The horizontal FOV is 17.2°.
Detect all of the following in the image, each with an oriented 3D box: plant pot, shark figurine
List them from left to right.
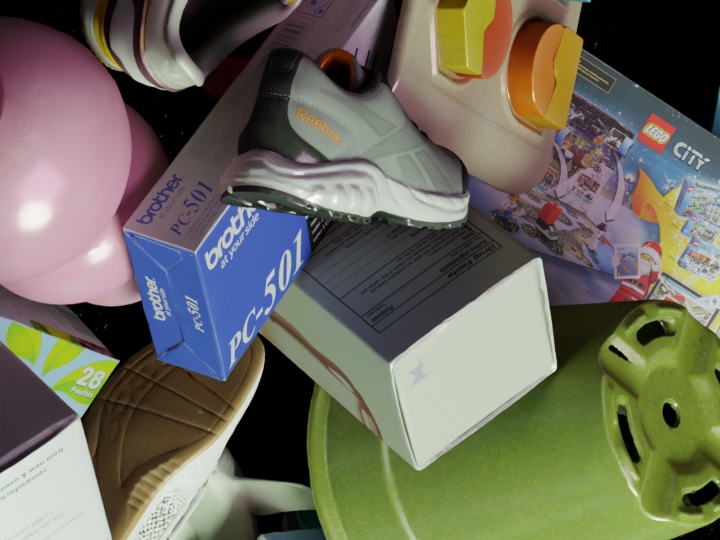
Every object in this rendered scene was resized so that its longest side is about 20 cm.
[{"bbox_3d":[-0.092,0.164,1.401,0.127,0.090,0.216,4,115,-7],"label":"shark figurine"},{"bbox_3d":[0.105,0.093,1.309,0.199,0.190,0.201,15,67,-39],"label":"plant pot"}]

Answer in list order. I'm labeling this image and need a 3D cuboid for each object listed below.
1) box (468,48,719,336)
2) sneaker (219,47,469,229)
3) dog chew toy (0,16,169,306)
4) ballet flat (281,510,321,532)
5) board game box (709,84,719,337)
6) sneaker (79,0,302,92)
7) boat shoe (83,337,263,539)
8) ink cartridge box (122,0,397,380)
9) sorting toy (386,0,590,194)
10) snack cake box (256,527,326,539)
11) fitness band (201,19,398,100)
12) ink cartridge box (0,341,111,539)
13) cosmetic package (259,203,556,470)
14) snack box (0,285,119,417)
[{"bbox_3d":[0.140,-0.039,1.383,0.199,0.038,0.137,32,91,-12],"label":"box"},{"bbox_3d":[0.003,-0.062,1.130,0.200,0.074,0.080,5,93,-67],"label":"sneaker"},{"bbox_3d":[-0.148,-0.040,1.143,0.125,0.124,0.200,-50,150,0],"label":"dog chew toy"},{"bbox_3d":[0.018,0.180,1.534,0.199,0.069,0.071,-2,141,-44],"label":"ballet flat"},{"bbox_3d":[0.249,-0.063,1.506,0.151,0.047,0.201,-58,159,-50],"label":"board game box"},{"bbox_3d":[-0.041,-0.164,1.107,0.075,0.090,0.200,42,79,-39],"label":"sneaker"},{"bbox_3d":[-0.121,0.114,1.287,0.200,0.071,0.069,-52,156,-23],"label":"boat shoe"},{"bbox_3d":[-0.042,-0.051,1.177,0.200,0.044,0.094,-56,152,-35],"label":"ink cartridge box"},{"bbox_3d":[0.081,-0.153,1.261,0.185,0.036,0.201,23,81,-59],"label":"sorting toy"},{"bbox_3d":[-0.006,0.212,1.400,0.200,0.067,0.115,1,129,-53],"label":"snack cake box"},{"bbox_3d":[-0.014,-0.154,1.241,0.199,0.037,0.144,-10,128,-38],"label":"fitness band"},{"bbox_3d":[-0.183,0.118,1.101,0.086,0.146,0.201,-33,139,-22],"label":"ink cartridge box"},{"bbox_3d":[0.000,0.000,1.247,0.103,0.200,0.088,-33,137,-19],"label":"cosmetic package"},{"bbox_3d":[-0.243,0.071,1.177,0.169,0.068,0.200,-55,143,7],"label":"snack box"}]
